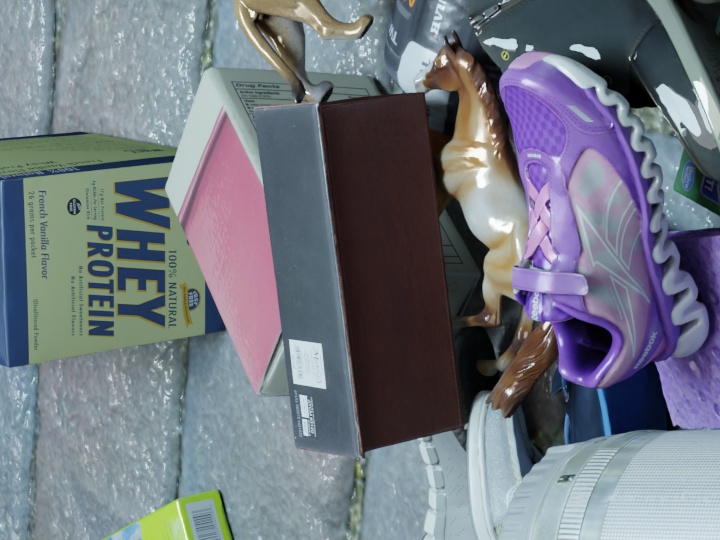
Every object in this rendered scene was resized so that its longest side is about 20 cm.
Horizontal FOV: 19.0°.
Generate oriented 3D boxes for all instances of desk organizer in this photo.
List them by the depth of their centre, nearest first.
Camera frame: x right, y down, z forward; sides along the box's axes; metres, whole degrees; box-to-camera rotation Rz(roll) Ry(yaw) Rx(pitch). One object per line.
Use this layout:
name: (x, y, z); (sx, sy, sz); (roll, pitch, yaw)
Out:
desk organizer: (0.000, 0.000, 1.243); (0.071, 0.076, 0.202); (2, 100, 57)

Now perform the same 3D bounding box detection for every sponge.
sponge: (0.227, 0.030, 1.153); (0.199, 0.030, 0.113); (-5, 102, 59)

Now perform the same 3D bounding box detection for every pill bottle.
pill bottle: (0.075, -0.162, 1.283); (0.106, 0.106, 0.202); (39, 124, 41)

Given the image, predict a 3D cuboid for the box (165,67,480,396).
box: (-0.029, -0.026, 1.389); (0.201, 0.127, 0.109); (63, 141, 41)

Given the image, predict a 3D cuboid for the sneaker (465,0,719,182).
sneaker: (0.138, -0.106, 1.167); (0.106, 0.075, 0.201); (-37, 58, 20)

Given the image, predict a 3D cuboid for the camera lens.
camera lens: (0.191, 0.164, 1.133); (0.199, 0.159, 0.162); (-6, 92, 43)

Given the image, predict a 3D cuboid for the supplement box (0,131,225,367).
supplement box: (-0.235, -0.022, 1.616); (0.199, 0.199, 0.136); (12, 106, 48)

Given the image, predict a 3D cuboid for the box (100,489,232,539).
box: (-0.162, 0.260, 1.695); (0.200, 0.047, 0.123); (-32, 71, 48)

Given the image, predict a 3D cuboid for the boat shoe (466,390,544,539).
boat shoe: (0.109, 0.167, 1.268); (0.064, 0.074, 0.204); (-14, 88, 14)

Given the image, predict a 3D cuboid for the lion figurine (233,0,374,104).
lion figurine: (-0.027, -0.202, 1.369); (0.122, 0.200, 0.073); (36, 151, 6)

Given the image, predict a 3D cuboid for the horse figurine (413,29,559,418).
horse figurine: (0.072, -0.020, 1.242); (0.133, 0.050, 0.201); (-44, 65, 44)

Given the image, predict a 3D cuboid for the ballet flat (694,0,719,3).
ballet flat: (0.164, -0.222, 1.187); (0.070, 0.069, 0.201); (-60, 36, 37)

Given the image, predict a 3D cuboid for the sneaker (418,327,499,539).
sneaker: (0.095, 0.133, 1.343); (0.115, 0.075, 0.202); (17, 118, 43)

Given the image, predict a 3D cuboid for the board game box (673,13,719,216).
board game box: (0.245, -0.109, 1.141); (0.134, 0.029, 0.202); (35, 122, 44)

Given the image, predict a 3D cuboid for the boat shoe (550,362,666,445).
boat shoe: (0.136, 0.068, 1.263); (0.068, 0.084, 0.202); (12, 103, 48)

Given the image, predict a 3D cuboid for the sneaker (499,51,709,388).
sneaker: (0.115, -0.018, 1.145); (0.080, 0.088, 0.201); (18, 138, 56)
